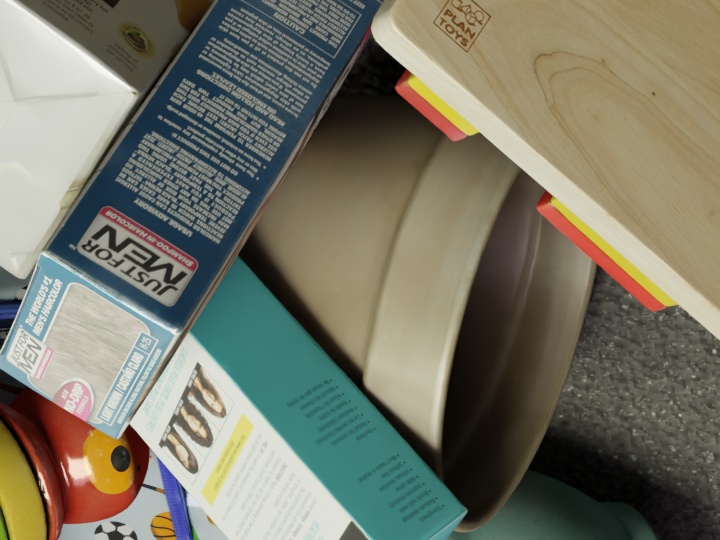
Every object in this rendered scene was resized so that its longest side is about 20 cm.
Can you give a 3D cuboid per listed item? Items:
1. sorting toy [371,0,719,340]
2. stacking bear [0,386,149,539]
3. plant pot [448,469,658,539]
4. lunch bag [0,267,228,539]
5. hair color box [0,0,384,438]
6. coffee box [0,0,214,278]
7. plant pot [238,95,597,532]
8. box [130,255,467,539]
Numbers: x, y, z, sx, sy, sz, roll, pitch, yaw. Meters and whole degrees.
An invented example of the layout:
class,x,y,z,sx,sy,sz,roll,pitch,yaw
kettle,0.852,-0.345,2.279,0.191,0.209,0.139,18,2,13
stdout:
class,x,y,z,sx,sy,sz,roll,pitch,yaw
sorting toy,0.119,-0.103,0.839,0.200,0.199,0.070,39,158,-15
stacking bear,-0.186,0.108,0.968,0.113,0.199,0.122,-4,106,53
plant pot,0.087,0.190,1.071,0.133,0.201,0.201,-8,130,-16
lunch bag,-0.131,0.074,1.090,0.159,0.076,0.201,0,127,10
hair color box,-0.062,-0.041,0.814,0.060,0.201,0.100,32,147,-2
coffee box,-0.110,-0.105,0.864,0.080,0.200,0.114,35,127,-5
plant pot,0.000,0.000,0.947,0.172,0.200,0.201,15,130,21
box,-0.049,0.059,0.870,0.200,0.049,0.082,47,141,15
